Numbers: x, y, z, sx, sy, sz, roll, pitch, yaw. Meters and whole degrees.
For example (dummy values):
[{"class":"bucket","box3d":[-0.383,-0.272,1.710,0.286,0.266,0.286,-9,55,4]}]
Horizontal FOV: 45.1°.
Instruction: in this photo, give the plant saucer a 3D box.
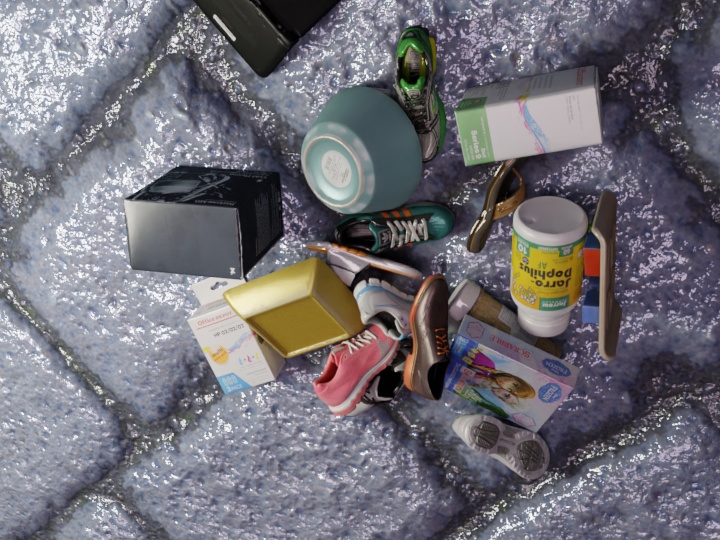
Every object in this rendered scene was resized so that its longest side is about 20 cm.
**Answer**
[{"class":"plant saucer","box3d":[-0.105,0.078,1.476,0.197,0.049,0.200,-20,138,22]}]

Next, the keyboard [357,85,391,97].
[{"class":"keyboard","box3d":[0.013,-0.194,1.401,0.055,0.011,0.204,10,115,12]}]

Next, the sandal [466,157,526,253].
[{"class":"sandal","box3d":[0.221,-0.103,1.337,0.054,0.081,0.203,31,121,17]}]

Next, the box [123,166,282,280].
[{"class":"box","box3d":[-0.251,-0.083,1.420,0.196,0.197,0.126,5,114,13]}]

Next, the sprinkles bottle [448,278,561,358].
[{"class":"sprinkles bottle","box3d":[0.234,0.097,1.424,0.198,0.068,0.069,36,117,-5]}]

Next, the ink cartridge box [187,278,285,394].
[{"class":"ink cartridge box","box3d":[-0.232,0.111,1.569,0.113,0.068,0.203,-19,106,22]}]

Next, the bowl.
[{"class":"bowl","box3d":[-0.015,-0.169,1.332,0.198,0.105,0.204,21,127,30]}]

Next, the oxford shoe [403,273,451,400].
[{"class":"oxford shoe","box3d":[0.121,0.108,1.380,0.072,0.070,0.204,28,119,51]}]

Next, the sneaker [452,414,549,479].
[{"class":"sneaker","box3d":[0.245,0.295,1.515,0.198,0.099,0.079,32,83,-22]}]

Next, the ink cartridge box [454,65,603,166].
[{"class":"ink cartridge box","box3d":[0.246,-0.224,1.245,0.196,0.146,0.089,-9,111,19]}]

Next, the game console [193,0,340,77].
[{"class":"game console","box3d":[-0.152,-0.436,1.341,0.201,0.117,0.175,48,146,-7]}]

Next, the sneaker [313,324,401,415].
[{"class":"sneaker","box3d":[-0.005,0.145,1.466,0.087,0.073,0.202,39,81,-30]}]

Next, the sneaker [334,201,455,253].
[{"class":"sneaker","box3d":[0.054,-0.062,1.404,0.196,0.080,0.073,-5,114,13]}]

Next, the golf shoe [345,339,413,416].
[{"class":"golf shoe","box3d":[0.020,0.203,1.523,0.078,0.095,0.200,41,119,-6]}]

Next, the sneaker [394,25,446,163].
[{"class":"sneaker","box3d":[0.081,-0.260,1.312,0.076,0.085,0.204,-4,112,17]}]

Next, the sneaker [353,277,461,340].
[{"class":"sneaker","box3d":[0.080,0.084,1.431,0.196,0.088,0.076,14,133,-18]}]

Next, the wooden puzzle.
[{"class":"wooden puzzle","box3d":[0.357,0.004,1.290,0.045,0.185,0.204,-2,112,21]}]

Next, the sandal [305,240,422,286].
[{"class":"sandal","box3d":[0.000,0.000,1.442,0.203,0.079,0.060,16,88,7]}]

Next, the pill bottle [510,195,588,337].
[{"class":"pill bottle","box3d":[0.287,-0.001,1.338,0.110,0.114,0.203,6,128,13]}]

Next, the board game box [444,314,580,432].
[{"class":"board game box","box3d":[0.233,0.173,1.419,0.196,0.042,0.201,25,150,7]}]
